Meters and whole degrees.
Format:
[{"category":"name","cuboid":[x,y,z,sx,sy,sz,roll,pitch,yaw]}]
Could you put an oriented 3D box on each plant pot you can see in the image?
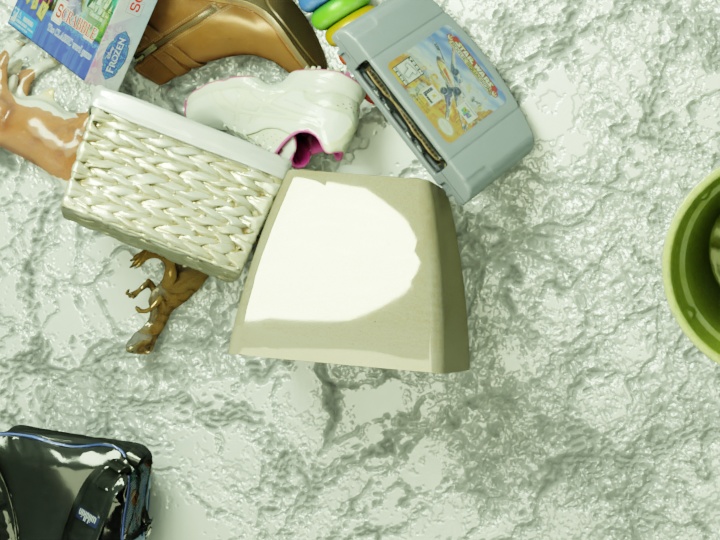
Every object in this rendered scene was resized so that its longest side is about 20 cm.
[{"category":"plant pot","cuboid":[0.376,-0.012,1.625,0.200,0.184,0.201,1,96,12]},{"category":"plant pot","cuboid":[0.000,0.000,1.706,0.200,0.200,0.177,4,89,11]}]

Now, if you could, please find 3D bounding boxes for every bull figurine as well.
[{"category":"bull figurine","cuboid":[-0.303,-0.144,1.820,0.200,0.065,0.122,27,92,3]}]

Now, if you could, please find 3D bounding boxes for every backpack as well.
[{"category":"backpack","cuboid":[-0.299,0.257,1.808,0.200,0.154,0.191,6,88,17]}]

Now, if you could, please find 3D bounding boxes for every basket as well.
[{"category":"basket","cuboid":[-0.181,-0.078,1.722,0.200,0.136,0.123,22,83,-6]}]

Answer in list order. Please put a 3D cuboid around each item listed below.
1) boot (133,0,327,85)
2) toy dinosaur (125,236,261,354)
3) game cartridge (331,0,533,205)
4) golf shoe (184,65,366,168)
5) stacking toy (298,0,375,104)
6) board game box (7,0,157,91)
[{"category":"boot","cuboid":[-0.145,-0.223,1.768,0.200,0.077,0.155,39,118,-25]},{"category":"toy dinosaur","cuboid":[-0.173,-0.002,1.817,0.200,0.060,0.106,-42,116,9]},{"category":"game cartridge","cuboid":[0.075,-0.170,1.705,0.200,0.133,0.042,52,142,-1]},{"category":"golf shoe","cuboid":[-0.090,-0.144,1.745,0.200,0.075,0.092,-3,75,32]},{"category":"stacking toy","cuboid":[-0.014,-0.252,1.746,0.085,0.085,0.200,-32,93,13]},{"category":"board game box","cuboid":[-0.252,-0.297,1.746,0.200,0.041,0.200,35,104,50]}]
